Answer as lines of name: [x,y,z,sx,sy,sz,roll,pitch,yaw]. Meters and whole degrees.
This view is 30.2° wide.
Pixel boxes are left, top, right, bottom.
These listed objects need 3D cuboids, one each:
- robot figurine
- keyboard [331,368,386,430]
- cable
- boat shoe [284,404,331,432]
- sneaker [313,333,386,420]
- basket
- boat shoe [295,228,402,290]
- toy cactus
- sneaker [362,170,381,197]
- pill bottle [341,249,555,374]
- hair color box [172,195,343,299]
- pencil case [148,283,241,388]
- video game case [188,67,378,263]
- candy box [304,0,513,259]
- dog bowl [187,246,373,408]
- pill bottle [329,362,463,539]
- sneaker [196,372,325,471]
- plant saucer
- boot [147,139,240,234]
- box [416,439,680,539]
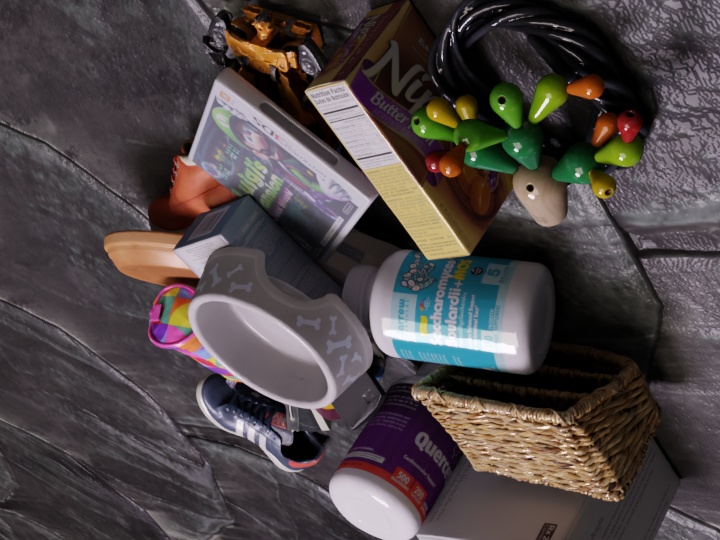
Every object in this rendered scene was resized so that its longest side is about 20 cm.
robot figurine: [-0.075,-0.172,1.274,0.145,0.058,0.200,21,146,21]
keyboard: [-0.028,0.074,1.514,0.104,0.040,0.200,-44,74,39]
cable: [0.145,-0.146,1.109,0.163,0.051,0.200,-5,130,46]
boat shoe: [-0.089,0.137,1.673,0.068,0.072,0.200,-5,137,13]
sneaker: [-0.015,0.127,1.600,0.090,0.075,0.200,26,149,24]
basket: [0.182,0.121,1.334,0.200,0.143,0.149,6,144,44]
boat shoe: [0.000,0.000,1.431,0.200,0.072,0.069,26,172,0]
toy cactus: [0.140,-0.087,1.089,0.200,0.102,0.165,0,148,23]
sneaker: [0.038,-0.085,1.265,0.074,0.080,0.200,7,141,34]
pill bottle: [0.085,0.038,1.324,0.200,0.111,0.111,6,139,22]
hair color box: [-0.092,0.018,1.412,0.200,0.061,0.099,47,147,-21]
pencil case: [-0.183,0.080,1.624,0.088,0.088,0.200,18,169,26]
video game case: [-0.080,-0.096,1.300,0.182,0.023,0.200,38,158,-1]
candy box: [0.051,-0.121,1.168,0.056,0.117,0.200,-6,129,47]
dog bowl: [-0.088,0.065,1.356,0.200,0.059,0.200,25,150,15]
pill bottle: [0.057,0.199,1.508,0.112,0.200,0.113,24,147,17]
sneaker: [-0.129,0.201,1.812,0.200,0.075,0.084,37,151,-22]
plant saucer: [-0.197,-0.006,1.533,0.200,0.038,0.200,8,171,1]
boot: [-0.180,-0.095,1.474,0.200,0.075,0.107,-9,119,45]
box: [0.205,0.259,1.450,0.200,0.199,0.131,-3,131,46]
